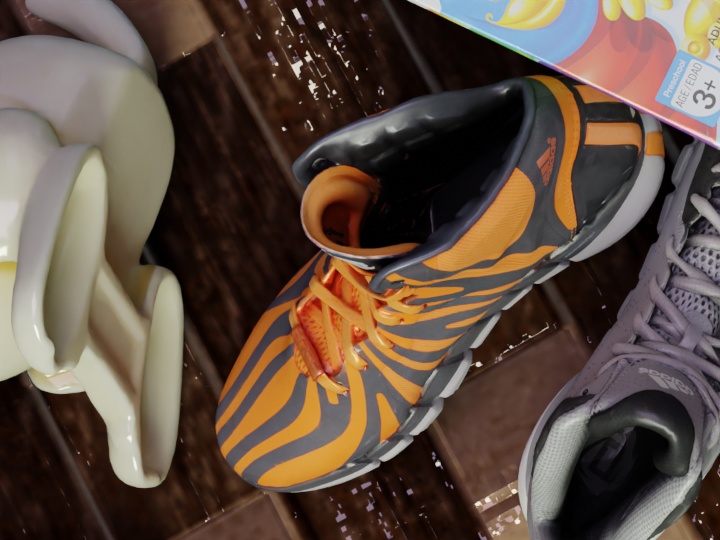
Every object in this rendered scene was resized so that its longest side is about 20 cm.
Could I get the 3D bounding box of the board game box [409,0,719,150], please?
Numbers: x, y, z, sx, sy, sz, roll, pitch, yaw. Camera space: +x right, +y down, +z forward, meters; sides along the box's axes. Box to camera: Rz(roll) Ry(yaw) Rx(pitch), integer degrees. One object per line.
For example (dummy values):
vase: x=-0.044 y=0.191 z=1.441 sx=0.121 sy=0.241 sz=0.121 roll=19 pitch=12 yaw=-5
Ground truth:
board game box: x=0.041 y=-0.129 z=0.816 sx=0.199 sy=0.105 sz=0.103 roll=26 pitch=100 yaw=2

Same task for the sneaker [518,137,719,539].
sneaker: x=0.113 y=0.019 z=0.847 sx=0.075 sy=0.115 sz=0.200 roll=29 pitch=102 yaw=5

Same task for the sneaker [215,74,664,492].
sneaker: x=0.000 y=0.000 z=0.875 sx=0.200 sy=0.112 sz=0.078 roll=-46 pitch=65 yaw=24

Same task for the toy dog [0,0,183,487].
toy dog: x=-0.173 y=-0.017 z=0.927 sx=0.199 sy=0.140 sz=0.195 roll=-1 pitch=72 yaw=14
